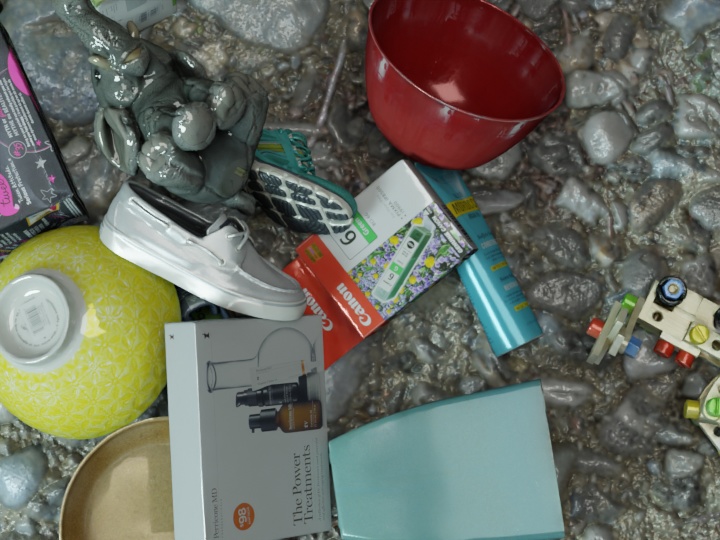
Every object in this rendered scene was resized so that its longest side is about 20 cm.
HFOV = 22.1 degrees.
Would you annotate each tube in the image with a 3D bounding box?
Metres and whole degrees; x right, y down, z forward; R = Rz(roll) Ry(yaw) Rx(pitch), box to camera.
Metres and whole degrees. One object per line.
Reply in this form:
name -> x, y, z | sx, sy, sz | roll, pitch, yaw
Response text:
tube -> 0.110, -0.017, 1.766 | 0.050, 0.077, 0.201 | -28, 85, 23

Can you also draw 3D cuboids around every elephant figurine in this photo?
elephant figurine -> -0.185, -0.155, 1.653 | 0.200, 0.141, 0.156 | 33, 115, 29

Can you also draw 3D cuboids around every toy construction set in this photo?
toy construction set -> 0.305, 0.082, 1.755 | 0.199, 0.092, 0.132 | 30, 80, -11

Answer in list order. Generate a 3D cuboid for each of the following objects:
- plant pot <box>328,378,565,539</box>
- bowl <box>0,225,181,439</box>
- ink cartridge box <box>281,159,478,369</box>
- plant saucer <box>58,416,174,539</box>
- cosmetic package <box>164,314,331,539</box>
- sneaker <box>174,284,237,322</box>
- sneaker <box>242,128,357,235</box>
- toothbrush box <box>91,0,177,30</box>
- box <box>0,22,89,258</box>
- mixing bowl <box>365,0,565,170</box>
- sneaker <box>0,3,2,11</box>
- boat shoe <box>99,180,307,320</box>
plant pot -> 0.074, 0.191, 1.692 | 0.198, 0.141, 0.142 | -9, 81, 0
bowl -> -0.273, 0.049, 1.662 | 0.199, 0.108, 0.202 | -3, 80, 18
ink cartridge box -> 0.000, 0.000, 1.728 | 0.200, 0.050, 0.109 | -39, 85, 9
plant saucer -> -0.179, 0.235, 1.698 | 0.199, 0.035, 0.202 | 1, 87, -13
cosmetic package -> -0.100, 0.143, 1.659 | 0.150, 0.052, 0.202 | -3, 90, -40
sneaker -> -0.157, 0.020, 1.723 | 0.074, 0.081, 0.201 | -31, 85, -10
sneaker -> -0.076, -0.099, 1.722 | 0.199, 0.078, 0.080 | 30, 65, 34
toothbrush box -> -0.255, -0.332, 1.739 | 0.086, 0.146, 0.201 | -29, 84, -8
box -> -0.348, -0.124, 1.705 | 0.114, 0.132, 0.201 | -24, 83, -5
mixing bowl -> 0.081, -0.168, 1.741 | 0.199, 0.109, 0.201 | 16, 40, -14
sneaker -> -0.446, -0.243, 1.746 | 0.199, 0.074, 0.081 | -22, 77, -16
boat shoe -> -0.134, -0.020, 1.658 | 0.199, 0.072, 0.069 | 26, 111, 3
